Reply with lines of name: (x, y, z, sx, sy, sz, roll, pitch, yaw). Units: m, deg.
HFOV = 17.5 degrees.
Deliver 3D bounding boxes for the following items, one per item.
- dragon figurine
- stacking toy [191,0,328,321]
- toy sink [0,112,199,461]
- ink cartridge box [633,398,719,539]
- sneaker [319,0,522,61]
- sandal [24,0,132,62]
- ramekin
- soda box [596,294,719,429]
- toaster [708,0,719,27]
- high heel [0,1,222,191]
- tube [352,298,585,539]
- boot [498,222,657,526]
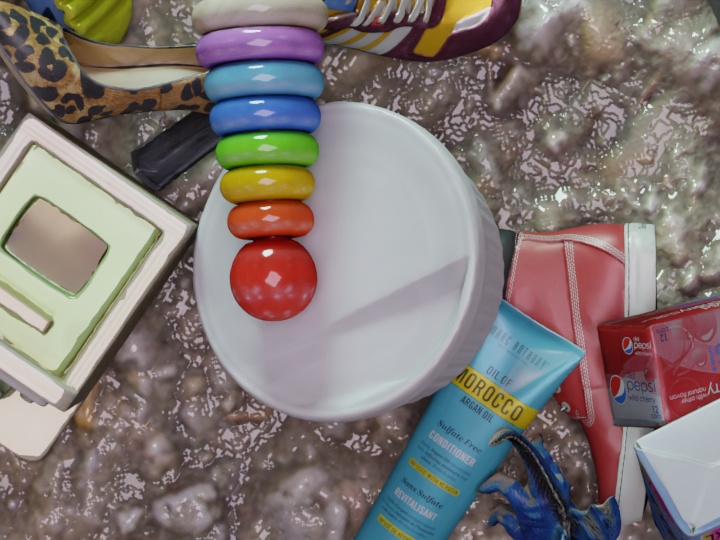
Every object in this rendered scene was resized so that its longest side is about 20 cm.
dragon figurine: (0.130, 0.163, 1.508, 0.059, 0.200, 0.099, -39, 62, -19)
stacking toy: (-0.059, -0.068, 1.443, 0.085, 0.085, 0.200, -2, 87, 0)
toy sink: (-0.213, 0.016, 1.514, 0.130, 0.112, 0.200, 36, 91, -1)
ink cartridge box: (0.258, 0.141, 1.496, 0.136, 0.200, 0.076, -26, 66, 0)
sneaker: (0.007, -0.175, 1.520, 0.200, 0.090, 0.075, 0, 92, 0)
sandal: (-0.222, -0.225, 1.535, 0.087, 0.079, 0.200, -20, 101, 37)
ramekin: (0.000, 0.000, 1.495, 0.202, 0.094, 0.202, -4, 80, 24)
soda box: (0.254, 0.047, 1.501, 0.200, 0.063, 0.070, -13, 96, -27)
toaster: (0.320, -0.180, 1.507, 0.200, 0.119, 0.181, -27, 91, 0)
high heel: (-0.135, -0.145, 1.483, 0.143, 0.071, 0.200, -36, 134, 16)
tube: (0.064, 0.114, 1.527, 0.077, 0.050, 0.200, 33, 105, 8)
boot: (0.126, 0.070, 1.545, 0.144, 0.072, 0.200, -2, 92, 7)
